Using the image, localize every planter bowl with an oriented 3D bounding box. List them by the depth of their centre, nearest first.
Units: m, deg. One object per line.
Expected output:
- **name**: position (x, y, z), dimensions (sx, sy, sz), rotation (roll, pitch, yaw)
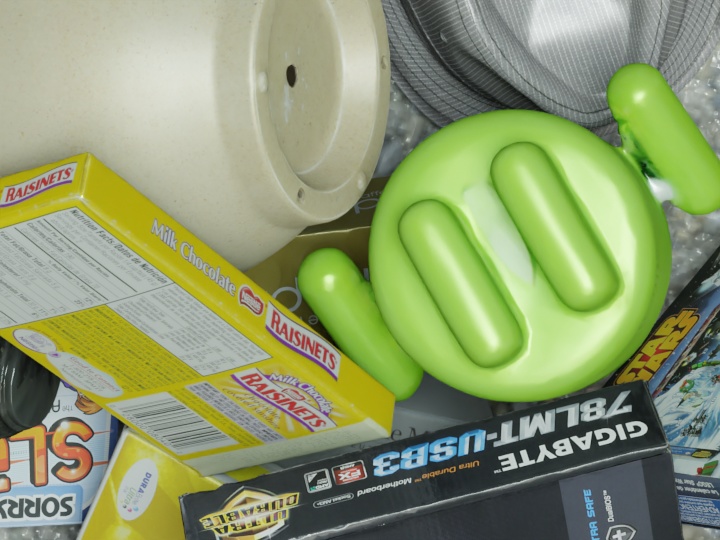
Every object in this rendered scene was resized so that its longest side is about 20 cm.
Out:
- **planter bowl**: position (-0.070, -0.079, 1.193), dimensions (0.134, 0.200, 0.201), rotation (2, 116, 27)

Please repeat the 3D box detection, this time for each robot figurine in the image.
- **robot figurine**: position (0.068, -0.005, 1.203), dimensions (0.175, 0.200, 0.116), rotation (-33, 84, 8)

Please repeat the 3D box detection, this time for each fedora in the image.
- **fedora**: position (0.085, -0.131, 1.268), dimensions (0.176, 0.090, 0.201), rotation (-15, 113, 0)

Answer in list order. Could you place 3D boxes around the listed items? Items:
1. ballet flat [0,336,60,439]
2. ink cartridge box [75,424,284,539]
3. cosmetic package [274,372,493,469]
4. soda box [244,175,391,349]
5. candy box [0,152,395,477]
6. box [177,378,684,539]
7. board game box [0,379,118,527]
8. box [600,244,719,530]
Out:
- **ballet flat**: position (-0.144, -0.023, 1.261), dimensions (0.057, 0.201, 0.066), rotation (3, 155, 27)
- **ink cartridge box**: position (-0.046, 0.182, 1.312), dimensions (0.199, 0.047, 0.198), rotation (29, 121, 7)
- **cosmetic package**: position (-0.014, 0.139, 1.380), dimensions (0.101, 0.071, 0.201), rotation (13, 110, -10)
- **soda box**: position (0.000, 0.000, 1.328), dimensions (0.199, 0.064, 0.068), rotation (-7, 112, -3)
- **candy box**: position (-0.083, 0.022, 1.161), dimensions (0.102, 0.027, 0.200), rotation (-16, 142, 32)
- **box**: position (0.039, 0.151, 1.226), dimensions (0.198, 0.050, 0.201), rotation (-14, 131, -3)
- **board game box**: position (-0.200, 0.046, 1.285), dimensions (0.199, 0.034, 0.136), rotation (-1, 99, -31)
- **box**: position (0.187, 0.027, 1.274), dimensions (0.200, 0.137, 0.040), rotation (-48, 114, -20)
